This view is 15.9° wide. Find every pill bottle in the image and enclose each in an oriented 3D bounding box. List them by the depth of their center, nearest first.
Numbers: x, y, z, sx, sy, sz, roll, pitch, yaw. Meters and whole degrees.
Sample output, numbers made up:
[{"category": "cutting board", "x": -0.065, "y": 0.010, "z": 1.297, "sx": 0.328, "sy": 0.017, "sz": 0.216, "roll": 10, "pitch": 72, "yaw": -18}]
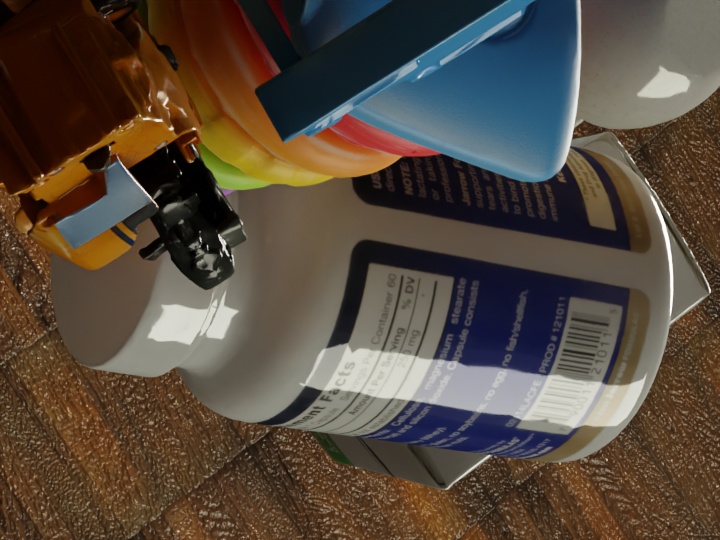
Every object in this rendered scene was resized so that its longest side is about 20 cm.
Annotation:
[{"category": "pill bottle", "x": 0.000, "y": 0.000, "z": 0.902, "sx": 0.199, "sy": 0.117, "sz": 0.116, "roll": 10, "pitch": 161, "yaw": -29}]

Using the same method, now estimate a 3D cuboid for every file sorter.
[{"category": "file sorter", "x": 0.051, "y": -0.137, "z": 0.549, "sx": 0.199, "sy": 0.123, "sz": 0.139, "roll": -31, "pitch": -177, "yaw": 16}]

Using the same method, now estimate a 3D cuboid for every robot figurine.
[{"category": "robot figurine", "x": -0.082, "y": -0.059, "z": 0.627, "sx": 0.058, "sy": 0.146, "sz": 0.200, "roll": -29, "pitch": 176, "yaw": -1}]

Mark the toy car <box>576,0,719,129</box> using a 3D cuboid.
[{"category": "toy car", "x": 0.046, "y": -0.149, "z": 0.851, "sx": 0.175, "sy": 0.149, "sz": 0.201, "roll": 17, "pitch": -93, "yaw": 50}]

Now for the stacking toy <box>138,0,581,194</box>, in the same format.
[{"category": "stacking toy", "x": -0.041, "y": -0.061, "z": 0.766, "sx": 0.109, "sy": 0.117, "sz": 0.199, "roll": 19, "pitch": 149, "yaw": -40}]

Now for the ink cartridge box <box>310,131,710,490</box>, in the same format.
[{"category": "ink cartridge box", "x": 0.044, "y": 0.017, "z": 1.113, "sx": 0.146, "sy": 0.085, "sz": 0.200, "roll": -36, "pitch": -173, "yaw": -10}]

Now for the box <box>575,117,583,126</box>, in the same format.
[{"category": "box", "x": -0.009, "y": -0.116, "z": 1.079, "sx": 0.200, "sy": 0.200, "sz": 0.171, "roll": -37, "pitch": -173, "yaw": -26}]
